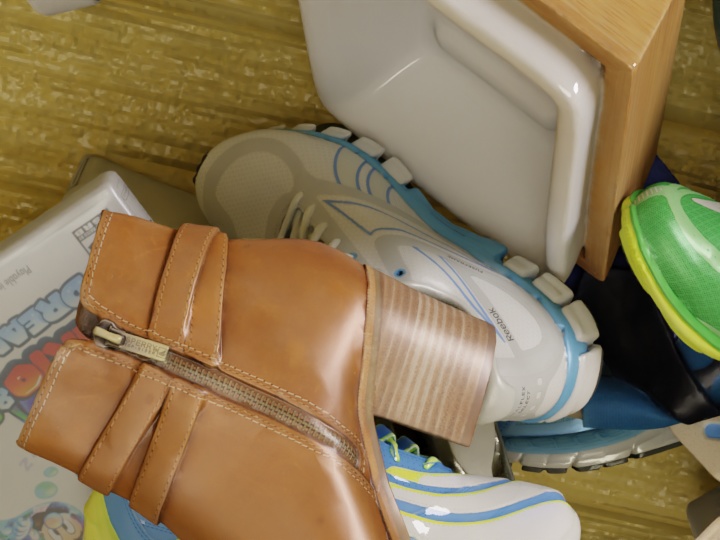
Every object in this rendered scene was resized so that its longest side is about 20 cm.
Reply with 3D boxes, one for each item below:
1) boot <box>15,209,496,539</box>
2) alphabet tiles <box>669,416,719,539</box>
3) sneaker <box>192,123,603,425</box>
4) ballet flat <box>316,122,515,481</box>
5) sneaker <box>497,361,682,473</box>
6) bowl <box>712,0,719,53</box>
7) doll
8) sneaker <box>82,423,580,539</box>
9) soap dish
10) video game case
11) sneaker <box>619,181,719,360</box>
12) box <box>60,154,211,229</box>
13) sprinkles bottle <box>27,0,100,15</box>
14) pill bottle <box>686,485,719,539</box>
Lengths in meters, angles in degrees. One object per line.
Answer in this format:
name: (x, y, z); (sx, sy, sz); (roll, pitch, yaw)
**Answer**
boot: (-0.049, 0.085, 0.666); (0.153, 0.074, 0.202); (17, 74, -8)
alphabet tiles: (0.236, 0.092, 0.804); (0.200, 0.015, 0.196); (-46, 72, 7)
sneaker: (0.000, 0.000, 0.765); (0.199, 0.086, 0.076); (30, 114, 27)
ballet flat: (0.025, 0.025, 0.837); (0.067, 0.064, 0.202); (-17, 88, -24)
sneaker: (0.138, 0.034, 0.877); (0.198, 0.078, 0.091); (-19, 89, 8)
bowl: (0.218, -0.098, 0.765); (0.105, 0.201, 0.201); (-30, 109, 36)
doll: (0.124, 0.012, 0.820); (0.136, 0.048, 0.200); (-43, 75, 8)
sneaker: (-0.011, 0.079, 0.731); (0.198, 0.076, 0.106); (-5, 107, -7)
soap dish: (0.051, -0.091, 0.734); (0.157, 0.200, 0.081); (40, 77, 17)
video game case: (-0.128, 0.084, 0.779); (0.199, 0.024, 0.183); (-32, 110, 11)
sneaker: (0.192, 0.006, 0.745); (0.198, 0.074, 0.084); (23, 126, -14)
box: (-0.116, 0.071, 0.857); (0.108, 0.128, 0.201); (21, 111, -8)
sprinkles bottle: (-0.052, -0.164, 0.795); (0.198, 0.068, 0.069); (-13, 110, 7)
pill bottle: (0.257, 0.099, 0.865); (0.199, 0.113, 0.113); (-31, 107, 13)
